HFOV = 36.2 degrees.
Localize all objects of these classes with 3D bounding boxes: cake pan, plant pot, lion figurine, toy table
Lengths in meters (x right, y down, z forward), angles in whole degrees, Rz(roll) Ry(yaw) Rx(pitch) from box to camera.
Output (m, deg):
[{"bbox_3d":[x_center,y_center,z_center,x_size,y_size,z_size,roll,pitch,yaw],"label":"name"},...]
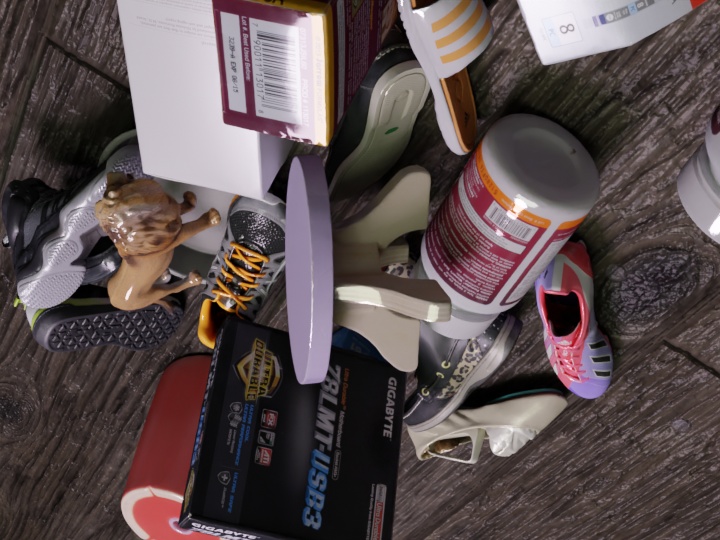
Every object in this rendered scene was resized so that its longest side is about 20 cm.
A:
[{"bbox_3d":[-0.171,-0.071,1.118,0.197,0.037,0.202,13,136,12],"label":"cake pan"},{"bbox_3d":[-0.186,0.235,1.317,0.197,0.179,0.202,12,136,12],"label":"plant pot"},{"bbox_3d":[-0.208,-0.012,1.063,0.072,0.122,0.202,38,132,25],"label":"lion figurine"},{"bbox_3d":[0.000,0.000,0.962,0.115,0.185,0.203,-3,123,-13],"label":"toy table"}]

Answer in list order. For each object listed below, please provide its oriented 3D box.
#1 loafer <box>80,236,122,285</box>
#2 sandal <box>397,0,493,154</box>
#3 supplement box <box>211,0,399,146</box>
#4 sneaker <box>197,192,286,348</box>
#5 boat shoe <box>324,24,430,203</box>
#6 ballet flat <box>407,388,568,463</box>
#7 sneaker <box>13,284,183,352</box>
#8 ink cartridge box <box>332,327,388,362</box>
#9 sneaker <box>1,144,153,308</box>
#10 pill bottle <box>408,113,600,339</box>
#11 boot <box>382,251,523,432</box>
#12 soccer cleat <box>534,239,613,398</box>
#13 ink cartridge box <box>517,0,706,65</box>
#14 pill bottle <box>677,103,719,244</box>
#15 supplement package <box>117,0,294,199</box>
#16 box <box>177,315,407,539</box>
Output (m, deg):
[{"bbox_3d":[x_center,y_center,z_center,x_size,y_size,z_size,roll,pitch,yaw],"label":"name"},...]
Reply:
[{"bbox_3d":[-0.311,-0.030,1.174,0.199,0.068,0.071,6,129,46],"label":"loafer"},{"bbox_3d":[0.081,-0.182,0.878,0.058,0.080,0.208,-2,139,23],"label":"sandal"},{"bbox_3d":[-0.031,-0.201,0.811,0.084,0.201,0.111,13,136,12],"label":"supplement box"},{"bbox_3d":[-0.113,0.003,1.081,0.077,0.078,0.201,24,135,2],"label":"sneaker"},{"bbox_3d":[0.005,-0.134,0.974,0.068,0.071,0.201,57,149,21],"label":"boat shoe"},{"bbox_3d":[0.136,0.174,1.193,0.198,0.070,0.070,-15,125,38],"label":"ballet flat"},{"bbox_3d":[-0.283,0.036,1.211,0.083,0.198,0.072,48,117,31],"label":"sneaker"},{"bbox_3d":[-0.054,0.176,1.184,0.084,0.201,0.144,40,134,-18],"label":"ink cartridge box"},{"bbox_3d":[-0.290,-0.068,1.087,0.200,0.075,0.114,-49,61,17],"label":"sneaker"},{"bbox_3d":[0.118,-0.032,0.974,0.108,0.110,0.201,27,137,-4],"label":"pill bottle"},{"bbox_3d":[0.057,0.071,1.135,0.153,0.074,0.204,35,136,-5],"label":"boot"},{"bbox_3d":[0.200,0.061,1.051,0.066,0.077,0.202,2,132,22],"label":"soccer cleat"},{"bbox_3d":[0.196,-0.243,0.781,0.197,0.048,0.161,-7,128,32],"label":"ink cartridge box"},{"bbox_3d":[0.327,-0.109,0.804,0.113,0.115,0.201,27,137,-3],"label":"pill bottle"},{"bbox_3d":[-0.120,-0.182,0.927,0.118,0.122,0.202,12,135,11],"label":"supplement package"},{"bbox_3d":[-0.058,0.165,1.050,0.195,0.203,0.050,17,151,-15],"label":"box"}]
